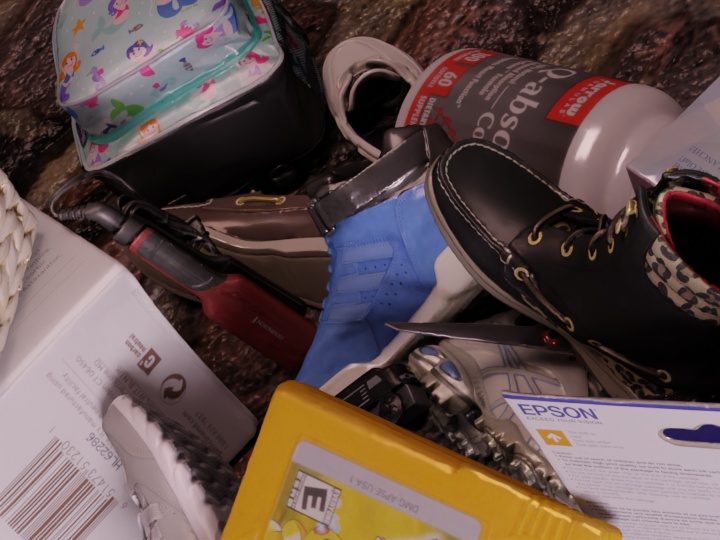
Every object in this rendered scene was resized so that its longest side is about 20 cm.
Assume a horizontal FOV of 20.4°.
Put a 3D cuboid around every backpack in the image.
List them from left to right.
[{"bbox_3d":[-0.128,-0.146,1.413,0.177,0.151,0.200,-28,35,11],"label":"backpack"}]

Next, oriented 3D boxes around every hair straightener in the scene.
[{"bbox_3d":[-0.109,-0.006,1.219,0.041,0.199,0.077,-52,35,14],"label":"hair straightener"}]

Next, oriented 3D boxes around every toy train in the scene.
[{"bbox_3d":[-0.042,0.113,1.136,0.200,0.034,0.046,-37,57,25],"label":"toy train"}]

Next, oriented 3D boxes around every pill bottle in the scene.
[{"bbox_3d":[0.124,-0.058,1.164,0.199,0.116,0.116,18,62,42],"label":"pill bottle"}]

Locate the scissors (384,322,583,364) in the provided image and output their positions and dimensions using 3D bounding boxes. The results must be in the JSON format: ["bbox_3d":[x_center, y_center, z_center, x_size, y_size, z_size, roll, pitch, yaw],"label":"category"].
[{"bbox_3d":[0.116,0.034,1.079,0.199,0.014,0.073,17,58,4],"label":"scissors"}]

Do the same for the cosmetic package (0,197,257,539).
[{"bbox_3d":[-0.207,0.071,1.229,0.166,0.168,0.200,-47,42,-12],"label":"cosmetic package"}]

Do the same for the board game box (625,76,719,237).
[{"bbox_3d":[0.273,-0.060,1.004,0.199,0.043,0.200,-42,53,-11],"label":"board game box"}]

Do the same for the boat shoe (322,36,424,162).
[{"bbox_3d":[0.013,-0.110,1.332,0.072,0.066,0.200,-30,40,7],"label":"boat shoe"}]

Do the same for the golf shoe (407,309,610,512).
[{"bbox_3d":[0.106,0.078,1.081,0.097,0.078,0.200,-35,40,-9],"label":"golf shoe"}]

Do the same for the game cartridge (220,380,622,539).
[{"bbox_3d":[0.011,0.169,0.972,0.199,0.032,0.177,22,93,36],"label":"game cartridge"}]

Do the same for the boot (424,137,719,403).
[{"bbox_3d":[0.125,-0.020,1.008,0.073,0.154,0.204,-39,75,-24],"label":"boot"}]

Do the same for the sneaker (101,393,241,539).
[{"bbox_3d":[-0.100,0.152,1.092,0.082,0.075,0.200,-41,56,9],"label":"sneaker"}]

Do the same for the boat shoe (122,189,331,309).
[{"bbox_3d":[-0.063,-0.019,1.296,0.199,0.072,0.060,4,47,32],"label":"boat shoe"}]

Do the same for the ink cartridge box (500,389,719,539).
[{"bbox_3d":[0.189,0.101,0.898,0.195,0.200,0.043,1,51,35],"label":"ink cartridge box"}]

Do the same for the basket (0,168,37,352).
[{"bbox_3d":[-0.272,0.015,1.104,0.135,0.124,0.201,-13,47,25],"label":"basket"}]

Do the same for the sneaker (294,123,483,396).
[{"bbox_3d":[0.001,0.000,1.156,0.200,0.111,0.077,-48,-13,32],"label":"sneaker"}]
